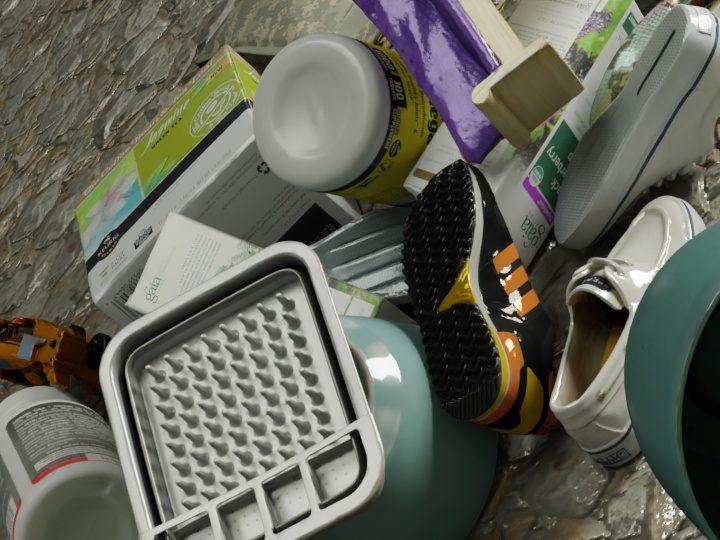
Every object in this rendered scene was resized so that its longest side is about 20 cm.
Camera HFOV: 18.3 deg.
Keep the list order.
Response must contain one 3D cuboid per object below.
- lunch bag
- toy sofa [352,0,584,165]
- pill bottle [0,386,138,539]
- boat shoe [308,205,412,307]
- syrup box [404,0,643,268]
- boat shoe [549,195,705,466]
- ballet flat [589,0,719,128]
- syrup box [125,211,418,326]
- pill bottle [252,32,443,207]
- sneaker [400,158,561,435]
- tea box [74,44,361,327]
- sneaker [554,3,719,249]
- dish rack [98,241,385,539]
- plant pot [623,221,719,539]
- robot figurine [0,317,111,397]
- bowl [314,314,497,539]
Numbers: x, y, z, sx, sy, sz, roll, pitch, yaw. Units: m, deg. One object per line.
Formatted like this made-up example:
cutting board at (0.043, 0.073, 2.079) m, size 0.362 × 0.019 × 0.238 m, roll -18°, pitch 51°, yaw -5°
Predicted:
lunch bag at (-0.030, -0.224, 1.979) m, size 0.165 × 0.117 × 0.200 m, roll -57°, pitch 23°, yaw -17°
toy sofa at (0.057, -0.176, 1.534) m, size 0.097 × 0.083 × 0.201 m, roll -36°, pitch 61°, yaw 7°
pill bottle at (-0.239, 0.172, 1.793) m, size 0.114 × 0.114 × 0.200 m, roll -49°, pitch 26°, yaw 1°
boat shoe at (0.000, 0.000, 1.692) m, size 0.198 × 0.067 × 0.074 m, roll -12°, pitch 76°, yaw 19°
syrup box at (0.124, -0.110, 1.596) m, size 0.081 × 0.079 × 0.201 m, roll 20°, pitch 71°, yaw 39°
boat shoe at (0.164, 0.023, 1.411) m, size 0.071 × 0.070 × 0.201 m, roll -17°, pitch 41°, yaw 47°
ballet flat at (0.235, -0.162, 1.552) m, size 0.200 × 0.069 × 0.071 m, roll -52°, pitch 31°, yaw -12°
syrup box at (-0.064, 0.034, 1.625) m, size 0.199 × 0.081 × 0.079 m, roll 21°, pitch 82°, yaw 29°
pill bottle at (0.018, -0.106, 1.651) m, size 0.112 × 0.199 × 0.114 m, roll -3°, pitch 85°, yaw 32°
sneaker at (0.086, 0.023, 1.476) m, size 0.070 × 0.090 × 0.201 m, roll -35°, pitch 46°, yaw 32°
tea box at (-0.122, -0.047, 1.874) m, size 0.200 × 0.133 × 0.197 m, roll -45°, pitch 26°, yaw 11°
sneaker at (0.200, -0.085, 1.505) m, size 0.201 × 0.070 × 0.073 m, roll -57°, pitch 23°, yaw 36°
dish rack at (-0.070, 0.097, 1.403) m, size 0.171 × 0.044 × 0.201 m, roll -29°, pitch 57°, yaw 14°
plant pot at (0.227, 0.056, 1.150) m, size 0.201 × 0.200 × 0.161 m, roll -51°, pitch 15°, yaw -2°
robot figurine at (-0.273, 0.076, 1.954) m, size 0.199 × 0.144 × 0.059 m, roll 2°, pitch 75°, yaw 54°
bowl at (-0.020, 0.110, 1.461) m, size 0.199 × 0.105 × 0.203 m, roll -12°, pitch 63°, yaw 23°
